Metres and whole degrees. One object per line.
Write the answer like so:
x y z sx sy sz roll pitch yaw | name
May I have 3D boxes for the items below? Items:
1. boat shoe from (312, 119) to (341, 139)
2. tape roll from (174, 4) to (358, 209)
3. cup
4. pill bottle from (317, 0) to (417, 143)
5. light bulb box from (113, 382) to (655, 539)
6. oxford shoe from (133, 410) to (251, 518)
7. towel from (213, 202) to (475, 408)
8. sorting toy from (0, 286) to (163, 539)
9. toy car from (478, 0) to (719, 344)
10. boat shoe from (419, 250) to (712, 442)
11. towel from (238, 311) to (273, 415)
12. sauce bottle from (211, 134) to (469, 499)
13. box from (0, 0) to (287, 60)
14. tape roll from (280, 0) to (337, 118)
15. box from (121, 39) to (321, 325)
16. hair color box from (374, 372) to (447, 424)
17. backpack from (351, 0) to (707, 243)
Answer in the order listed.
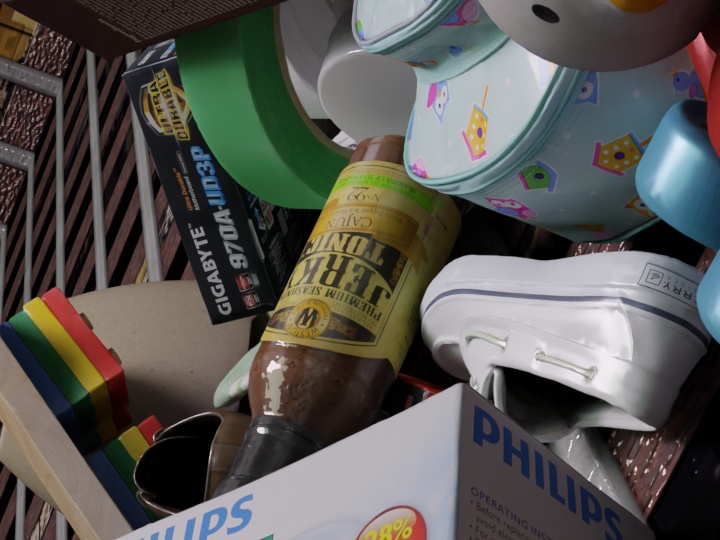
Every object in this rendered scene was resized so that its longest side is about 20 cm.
0.002 -0.164 1.265 0.074 0.073 0.202 -20 56 63 | boat shoe
-0.015 -0.133 1.051 0.048 0.200 0.202 3 72 38 | tape roll
-0.166 0.092 1.354 0.200 0.142 0.202 -167 90 -81 | cup
0.051 -0.160 0.991 0.114 0.113 0.201 -42 27 59 | pill bottle
-0.005 0.178 0.700 0.198 0.125 0.201 -27 41 31 | light bulb box
-0.073 0.099 0.984 0.200 0.084 0.073 144 138 -67 | oxford shoe
0.000 0.000 1.056 0.153 0.023 0.200 -45 4 -25 | towel
-0.155 0.104 1.176 0.069 0.199 0.200 -34 -11 -13 | sorting toy
0.102 -0.094 0.629 0.177 0.199 0.185 -101 34 -60 | toy car
0.069 0.035 0.811 0.067 0.073 0.200 -66 15 -15 | boat shoe
-0.057 0.089 1.266 0.144 0.023 0.201 128 155 -47 | towel
-0.010 0.032 0.889 0.065 0.064 0.201 -45 19 57 | sauce bottle
-0.078 -0.171 0.916 0.199 0.075 0.101 -11 60 52 | box
-0.021 -0.187 1.136 0.070 0.202 0.204 2 71 38 | tape roll
-0.077 -0.077 1.221 0.200 0.046 0.160 -71 -35 -68 | box
0.013 0.100 0.954 0.200 0.061 0.102 -171 99 -74 | hair color box
0.085 -0.118 0.814 0.176 0.152 0.202 162 118 -64 | backpack
